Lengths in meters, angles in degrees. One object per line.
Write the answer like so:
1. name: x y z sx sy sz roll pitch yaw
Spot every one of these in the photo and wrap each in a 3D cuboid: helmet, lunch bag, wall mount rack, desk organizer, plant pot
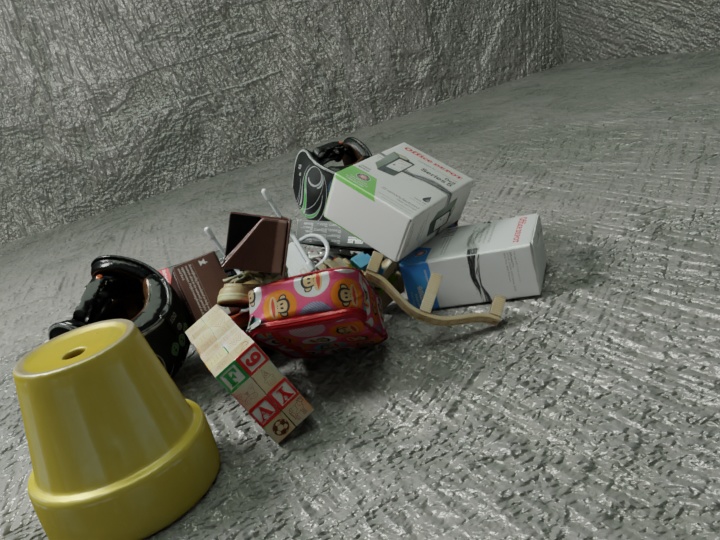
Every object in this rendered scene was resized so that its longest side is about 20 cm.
1. helmet: -0.350 0.094 1.041 0.199 0.191 0.200 6 50 -7
2. lunch bag: -0.065 0.062 0.936 0.176 0.082 0.200 -11 -18 11
3. wall mount rack: -0.159 -0.026 1.184 0.200 0.174 0.075 -33 -19 -1
4. desk organizer: -0.140 -0.040 0.945 0.077 0.072 0.200 7 4 -10
5. plant pot: -0.277 0.165 0.773 0.200 0.189 0.201 -15 18 5
6. helmet: -0.058 -0.187 1.604 0.199 0.191 0.200 7 43 -6

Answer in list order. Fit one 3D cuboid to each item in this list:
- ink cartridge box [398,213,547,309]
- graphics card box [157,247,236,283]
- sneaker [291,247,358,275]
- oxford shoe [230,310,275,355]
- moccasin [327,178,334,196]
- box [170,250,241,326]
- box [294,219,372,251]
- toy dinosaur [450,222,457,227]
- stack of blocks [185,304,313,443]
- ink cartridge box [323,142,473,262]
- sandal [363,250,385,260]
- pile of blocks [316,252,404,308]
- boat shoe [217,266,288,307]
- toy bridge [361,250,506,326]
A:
1. ink cartridge box: 0.177 -0.014 1.089 0.199 0.084 0.145 -9 20 22
2. graphics card box: -0.261 0.017 1.304 0.200 0.126 0.051 -19 62 -13
3. sneaker: -0.083 0.013 1.251 0.199 0.074 0.088 1 55 -8
4. oxford shoe: -0.148 0.095 1.085 0.071 0.073 0.200 -21 -5 32
5. moccasin: 0.013 -0.109 1.269 0.200 0.081 0.068 25 -17 -38
6. box: -0.250 0.048 1.126 0.075 0.100 0.200 -23 -6 -21
7. box: 0.008 -0.058 1.277 0.200 0.044 0.160 5 -1 28
8. toy dinosaur: 0.140 -0.105 1.307 0.199 0.105 0.182 -4 -19 -3
9. stack of blocks: -0.144 0.122 0.887 0.059 0.115 0.200 -42 23 -11
10. ink cartridge box: 0.063 -0.114 1.114 0.145 0.084 0.200 32 38 20
11. sandal: -0.001 0.020 1.165 0.076 0.043 0.200 22 35 10
12. pile of blocks: 0.000 0.000 1.051 0.062 0.082 0.200 41 6 29
13. boat shoe: -0.150 0.020 1.016 0.073 0.063 0.200 2 1 9
14. toy bridge: 0.093 0.036 0.961 0.200 0.027 0.067 19 62 5
